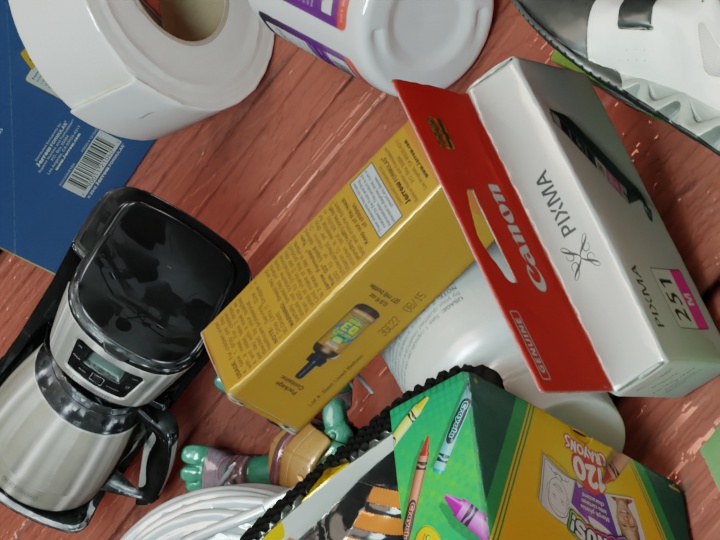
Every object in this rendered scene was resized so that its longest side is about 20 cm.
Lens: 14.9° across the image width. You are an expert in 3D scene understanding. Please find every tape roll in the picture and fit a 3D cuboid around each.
[{"bbox_3d":[-0.152,-0.195,1.927,0.071,0.202,0.204,-20,56,37],"label":"tape roll"}]

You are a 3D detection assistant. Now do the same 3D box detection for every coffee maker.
[{"bbox_3d":[-0.170,0.041,1.825,0.200,0.134,0.193,-51,32,41],"label":"coffee maker"}]

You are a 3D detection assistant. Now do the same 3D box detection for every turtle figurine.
[{"bbox_3d":[-0.044,0.113,1.730,0.150,0.101,0.200,-50,22,-12],"label":"turtle figurine"}]

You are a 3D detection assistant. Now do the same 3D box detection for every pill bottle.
[{"bbox_3d":[0.075,0.046,1.628,0.114,0.114,0.200,-48,42,17],"label":"pill bottle"},{"bbox_3d":[-0.010,-0.196,1.847,0.200,0.111,0.112,32,94,49],"label":"pill bottle"}]

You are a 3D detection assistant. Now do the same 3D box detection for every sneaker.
[{"bbox_3d":[0.174,-0.130,1.538,0.200,0.074,0.089,34,96,33],"label":"sneaker"},{"bbox_3d":[0.018,0.137,1.546,0.200,0.090,0.070,-40,6,13],"label":"sneaker"}]

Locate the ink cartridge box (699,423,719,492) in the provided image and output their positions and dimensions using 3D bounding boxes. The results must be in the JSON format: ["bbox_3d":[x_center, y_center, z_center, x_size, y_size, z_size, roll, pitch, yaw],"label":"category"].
[{"bbox_3d":[0.233,0.023,1.476,0.200,0.048,0.146,-53,6,9],"label":"ink cartridge box"}]

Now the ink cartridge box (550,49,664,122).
[{"bbox_3d":[0.222,-0.180,1.623,0.148,0.076,0.201,29,93,49],"label":"ink cartridge box"}]

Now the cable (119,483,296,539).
[{"bbox_3d":[-0.069,0.225,1.643,0.199,0.069,0.201,-8,97,15],"label":"cable"}]

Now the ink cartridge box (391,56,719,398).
[{"bbox_3d":[0.114,-0.026,1.533,0.043,0.173,0.201,-33,71,25],"label":"ink cartridge box"}]

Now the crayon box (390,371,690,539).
[{"bbox_3d":[0.103,0.147,1.479,0.058,0.200,0.119,-28,51,31],"label":"crayon box"}]

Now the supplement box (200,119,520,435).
[{"bbox_3d":[0.000,0.000,1.592,0.200,0.066,0.069,-46,43,14],"label":"supplement box"}]

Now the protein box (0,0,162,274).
[{"bbox_3d":[-0.263,-0.138,2.012,0.199,0.200,0.135,-55,41,9],"label":"protein box"}]
